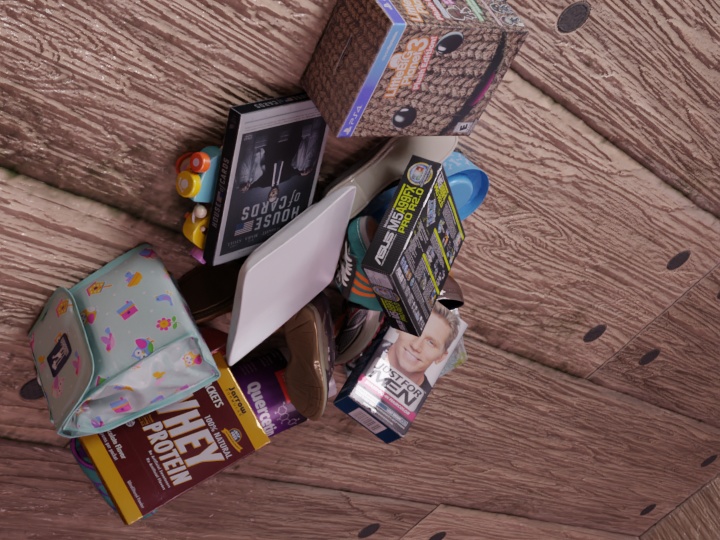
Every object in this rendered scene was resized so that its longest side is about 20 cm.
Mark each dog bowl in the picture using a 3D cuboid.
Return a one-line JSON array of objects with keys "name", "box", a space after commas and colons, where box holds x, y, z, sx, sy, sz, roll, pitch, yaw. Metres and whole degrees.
[{"name": "dog bowl", "box": [0.073, -0.092, 1.714, 0.200, 0.050, 0.112, -26, 147, -11]}]

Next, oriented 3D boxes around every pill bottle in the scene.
[{"name": "pill bottle", "box": [-0.140, 0.182, 1.843, 0.200, 0.113, 0.113, -23, 147, -14]}]

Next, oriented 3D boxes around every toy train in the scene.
[{"name": "toy train", "box": [-0.157, -0.093, 1.521, 0.150, 0.056, 0.200, -38, 146, -25]}]

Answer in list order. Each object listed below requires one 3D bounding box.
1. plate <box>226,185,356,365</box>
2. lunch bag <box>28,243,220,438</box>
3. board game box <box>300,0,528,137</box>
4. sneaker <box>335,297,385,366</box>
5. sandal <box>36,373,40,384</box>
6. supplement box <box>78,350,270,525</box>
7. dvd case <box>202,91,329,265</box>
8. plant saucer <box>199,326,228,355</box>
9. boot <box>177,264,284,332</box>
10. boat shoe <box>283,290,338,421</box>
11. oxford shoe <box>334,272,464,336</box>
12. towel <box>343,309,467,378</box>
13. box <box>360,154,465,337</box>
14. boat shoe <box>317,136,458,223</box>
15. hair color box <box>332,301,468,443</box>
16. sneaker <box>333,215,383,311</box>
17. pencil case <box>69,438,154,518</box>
[{"name": "plate", "box": [-0.092, 0.001, 1.567, 0.200, 0.032, 0.200, -40, 159, -33]}, {"name": "lunch bag", "box": [-0.295, 0.091, 1.536, 0.200, 0.171, 0.122, -28, 142, -3]}, {"name": "board game box", "box": [0.061, -0.242, 1.457, 0.200, 0.097, 0.160, -5, 139, -36]}, {"name": "sneaker", "box": [0.002, 0.046, 1.806, 0.075, 0.081, 0.200, 29, 107, -9]}, {"name": "sandal", "box": [-0.316, 0.111, 1.657, 0.202, 0.050, 0.083, -20, 146, -18]}, {"name": "supplement box", "box": [-0.244, 0.219, 1.656, 0.200, 0.133, 0.197, -29, 176, -15]}, {"name": "dvd case", "box": [-0.107, -0.109, 1.497, 0.150, 0.025, 0.200, -20, 135, -43]}, {"name": "plant saucer", "box": [-0.261, 0.133, 1.673, 0.200, 0.037, 0.200, -29, 176, -12]}, {"name": "boot", "box": [-0.154, 0.040, 1.692, 0.200, 0.077, 0.155, -34, 152, -10]}, {"name": "boat shoe", "box": [-0.062, 0.116, 1.744, 0.065, 0.072, 0.200, -39, 137, -40]}, {"name": "oxford shoe", "box": [0.057, 0.061, 1.883, 0.200, 0.073, 0.071, -26, 148, -9]}, {"name": "towel", "box": [0.074, 0.141, 2.030, 0.200, 0.048, 0.171, -28, 147, -6]}, {"name": "box", "box": [0.070, -0.026, 1.622, 0.161, 0.044, 0.200, -65, 158, -18]}, {"name": "boat shoe", "box": [0.029, -0.132, 1.630, 0.200, 0.057, 0.067, -33, 112, -5]}, {"name": "hair color box", "box": [0.057, 0.129, 1.792, 0.200, 0.100, 0.061, -58, -170, -28]}, {"name": "sneaker", "box": [0.000, 0.000, 1.669, 0.080, 0.072, 0.200, -8, 148, 9]}, {"name": "pencil case", "box": [-0.341, 0.280, 1.831, 0.092, 0.085, 0.200, -13, 147, 2]}]
